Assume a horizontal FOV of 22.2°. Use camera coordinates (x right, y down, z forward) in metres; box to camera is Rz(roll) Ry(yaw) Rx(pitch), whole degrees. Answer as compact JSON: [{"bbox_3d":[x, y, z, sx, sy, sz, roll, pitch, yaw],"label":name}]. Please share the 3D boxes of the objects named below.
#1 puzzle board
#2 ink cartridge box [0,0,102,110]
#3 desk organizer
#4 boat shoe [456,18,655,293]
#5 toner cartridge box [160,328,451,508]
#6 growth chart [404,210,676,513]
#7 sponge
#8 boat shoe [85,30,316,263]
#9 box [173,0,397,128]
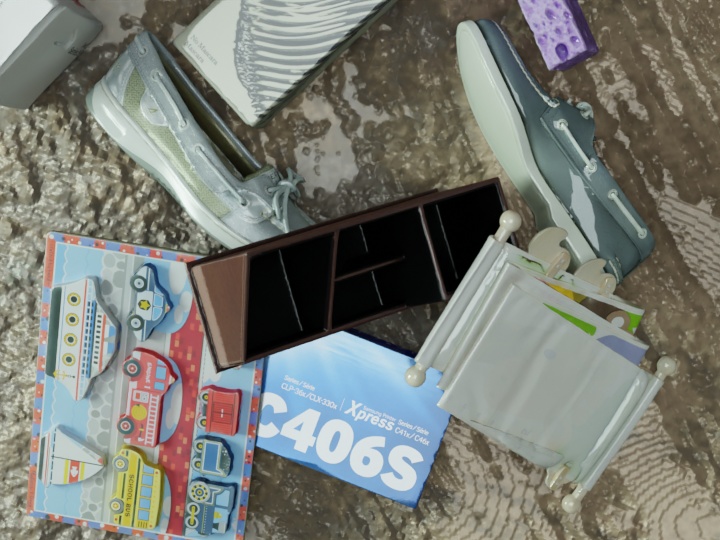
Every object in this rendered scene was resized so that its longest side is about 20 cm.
[{"bbox_3d":[-0.140,0.082,1.200,0.150,0.017,0.201,9,106,5],"label":"puzzle board"},{"bbox_3d":[-0.274,-0.199,1.171,0.200,0.146,0.084,43,94,0],"label":"ink cartridge box"},{"bbox_3d":[0.000,0.000,1.153,0.199,0.077,0.072,-18,93,-32],"label":"desk organizer"},{"bbox_3d":[0.127,-0.081,1.203,0.062,0.073,0.201,-29,94,-10],"label":"boat shoe"},{"bbox_3d":[-0.038,0.077,1.226,0.199,0.043,0.095,21,93,2],"label":"toner cartridge box"},{"bbox_3d":[0.122,0.059,1.181,0.200,0.018,0.145,37,92,-33],"label":"growth chart"},{"bbox_3d":[0.096,-0.224,1.170,0.030,0.112,0.201,-25,91,14],"label":"sponge"},{"bbox_3d":[-0.089,-0.070,1.204,0.202,0.074,0.065,43,107,7],"label":"boat shoe"},{"bbox_3d":[-0.023,-0.187,1.199,0.200,0.068,0.082,-44,91,4],"label":"box"}]
